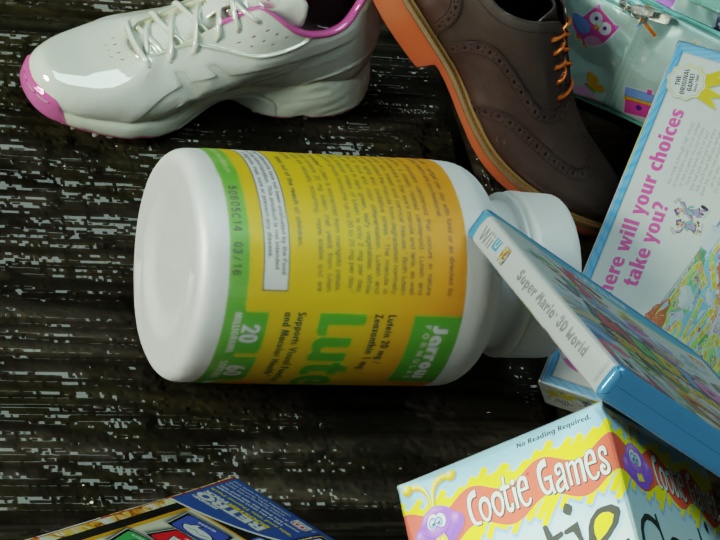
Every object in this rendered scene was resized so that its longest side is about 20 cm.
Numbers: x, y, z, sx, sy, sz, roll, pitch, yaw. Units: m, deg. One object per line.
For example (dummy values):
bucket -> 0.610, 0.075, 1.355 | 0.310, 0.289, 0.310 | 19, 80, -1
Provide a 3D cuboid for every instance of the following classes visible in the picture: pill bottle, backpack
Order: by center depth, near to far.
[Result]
pill bottle -> 0.000, 0.000, 1.277 | 0.200, 0.111, 0.111 | 2, 49, -22
backpack -> 0.174, -0.157, 1.468 | 0.200, 0.153, 0.176 | 17, 34, 13

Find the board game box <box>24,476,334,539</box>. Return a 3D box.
board game box -> -0.045, 0.152, 1.085 | 0.151, 0.046, 0.200 | 30, 15, 20

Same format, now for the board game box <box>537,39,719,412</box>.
board game box -> 0.188, -0.007, 1.329 | 0.134, 0.034, 0.200 | 19, 73, 17

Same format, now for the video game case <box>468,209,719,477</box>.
video game case -> 0.131, 0.046, 1.173 | 0.143, 0.018, 0.200 | 33, 9, -22

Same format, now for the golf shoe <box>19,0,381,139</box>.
golf shoe -> -0.079, -0.123, 1.372 | 0.200, 0.092, 0.075 | -10, 56, -29

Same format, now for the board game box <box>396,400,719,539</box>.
board game box -> 0.100, 0.173, 1.081 | 0.103, 0.105, 0.200 | 30, 41, -53

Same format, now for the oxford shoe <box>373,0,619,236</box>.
oxford shoe -> 0.087, -0.102, 1.388 | 0.200, 0.073, 0.071 | 49, 30, -22
